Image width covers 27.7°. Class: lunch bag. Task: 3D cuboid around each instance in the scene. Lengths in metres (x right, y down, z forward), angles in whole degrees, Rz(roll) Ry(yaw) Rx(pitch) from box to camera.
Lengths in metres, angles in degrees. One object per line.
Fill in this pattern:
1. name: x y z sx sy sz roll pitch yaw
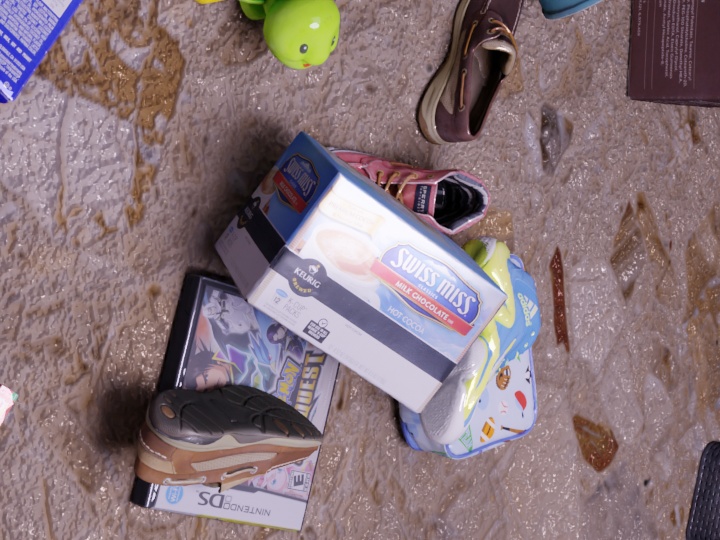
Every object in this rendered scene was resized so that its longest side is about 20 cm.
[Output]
1. lunch bag: 0.107 0.084 1.443 0.159 0.075 0.202 -14 104 -43

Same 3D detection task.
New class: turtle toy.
1. turtle toy: -0.069 -0.269 1.221 0.145 0.101 0.202 -23 110 -38

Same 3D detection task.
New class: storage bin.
1. storage bin: 0.507 0.299 1.817 0.199 0.093 0.137 18 83 -43

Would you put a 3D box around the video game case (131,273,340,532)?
1. video game case: -0.101 0.121 1.290 0.180 0.025 0.202 18 83 -42

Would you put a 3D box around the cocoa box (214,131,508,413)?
1. cocoa box: 0.000 0.000 1.246 0.199 0.133 0.132 35 97 -26

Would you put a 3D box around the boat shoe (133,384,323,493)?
1. boat shoe: -0.115 0.145 1.223 0.199 0.076 0.074 11 115 -51

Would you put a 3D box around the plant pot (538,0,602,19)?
1. plant pot: 0.215 -0.380 1.416 0.200 0.199 0.189 -45 108 -29

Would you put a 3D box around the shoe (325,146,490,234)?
1. shoe: 0.026 -0.073 1.338 0.199 0.091 0.072 3 93 -42

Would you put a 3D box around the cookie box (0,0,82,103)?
1. cookie box: -0.255 -0.219 1.014 0.075 0.170 0.201 46 65 -39

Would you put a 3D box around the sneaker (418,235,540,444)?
1. sneaker: 0.122 0.074 1.353 0.105 0.075 0.202 27 72 -34

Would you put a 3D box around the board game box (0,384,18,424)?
1. board game box: -0.325 0.165 1.040 0.019 0.102 0.201 42 67 -37

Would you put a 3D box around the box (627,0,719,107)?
1. box: 0.421 -0.264 1.601 0.165 0.199 0.166 -1 96 -41

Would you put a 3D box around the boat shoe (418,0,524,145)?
1. boat shoe: 0.126 -0.212 1.425 0.072 0.072 0.201 40 68 -37
